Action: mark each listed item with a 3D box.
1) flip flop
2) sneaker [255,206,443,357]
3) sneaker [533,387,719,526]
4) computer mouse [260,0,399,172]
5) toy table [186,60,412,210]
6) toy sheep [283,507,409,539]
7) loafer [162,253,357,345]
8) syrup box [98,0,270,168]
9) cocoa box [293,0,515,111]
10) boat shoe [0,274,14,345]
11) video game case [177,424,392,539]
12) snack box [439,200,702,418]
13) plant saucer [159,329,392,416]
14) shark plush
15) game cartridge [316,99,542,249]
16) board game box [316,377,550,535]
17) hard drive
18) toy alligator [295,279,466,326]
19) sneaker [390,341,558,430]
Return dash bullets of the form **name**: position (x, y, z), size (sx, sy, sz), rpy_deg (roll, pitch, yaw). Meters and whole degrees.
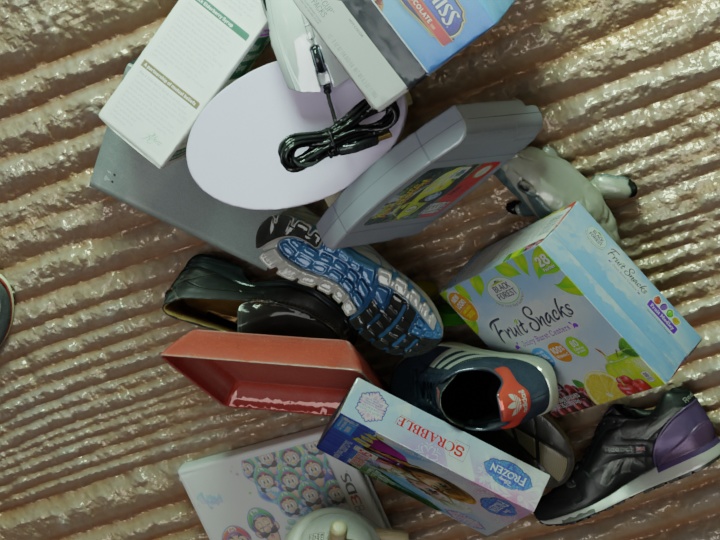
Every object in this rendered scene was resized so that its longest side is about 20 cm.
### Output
- **flip flop**: position (0.125, 0.141, 1.660), size (0.200, 0.058, 0.081), rpy_deg (26, 114, 25)
- **sneaker**: position (0.000, 0.000, 1.602), size (0.200, 0.087, 0.075), rpy_deg (38, 116, -2)
- **sneaker**: position (0.247, 0.176, 1.640), size (0.200, 0.076, 0.088), rpy_deg (-28, 88, 22)
- **computer mouse**: position (-0.042, -0.191, 1.454), size (0.109, 0.044, 0.201), rpy_deg (-18, 76, 3)
- **toy table**: position (-0.050, -0.128, 1.539), size (0.199, 0.117, 0.185), rpy_deg (-8, 94, 8)
- **toy sheep**: position (-0.021, 0.301, 1.705), size (0.137, 0.138, 0.200), rpy_deg (17, 141, 10)
- **loafer**: position (-0.100, 0.048, 1.658), size (0.199, 0.072, 0.073), rpy_deg (15, 130, 24)
- **syrup box**: position (-0.145, -0.199, 1.559), size (0.081, 0.079, 0.200), rpy_deg (39, 106, 0)
- **cocoa box**: position (0.048, -0.247, 1.431), size (0.131, 0.200, 0.134), rpy_deg (-33, 100, 26)
- **boat shoe**: position (-0.431, 0.085, 1.805), size (0.071, 0.063, 0.200), rpy_deg (36, 117, 2)
- **video game case**: position (-0.072, 0.263, 1.792), size (0.199, 0.024, 0.183), rpy_deg (-17, 107, 23)
- **snack box**: position (0.185, 0.040, 1.535), size (0.169, 0.068, 0.200), rpy_deg (48, 153, -7)
- **plant saucer**: position (-0.069, 0.100, 1.654), size (0.199, 0.200, 0.037), rpy_deg (3, 73, 16)
- **shark plush**: position (0.155, -0.064, 1.557), size (0.200, 0.091, 0.083), rpy_deg (27, 148, -1)
- **game cartridge**: position (0.055, -0.082, 1.501), size (0.200, 0.133, 0.041), rpy_deg (-40, 67, 39)
- **board game box**: position (0.063, 0.183, 1.626), size (0.199, 0.200, 0.041), rpy_deg (27, 73, 0)
- **hard drive**: position (-0.153, -0.103, 1.652), size (0.199, 0.033, 0.140), rpy_deg (25, 118, 5)
- **toy alligator**: position (0.011, 0.040, 1.651), size (0.199, 0.054, 0.060), rpy_deg (8, 115, 14)
- **sneaker**: position (0.085, 0.112, 1.579), size (0.200, 0.084, 0.075), rpy_deg (-6, 101, 47)
